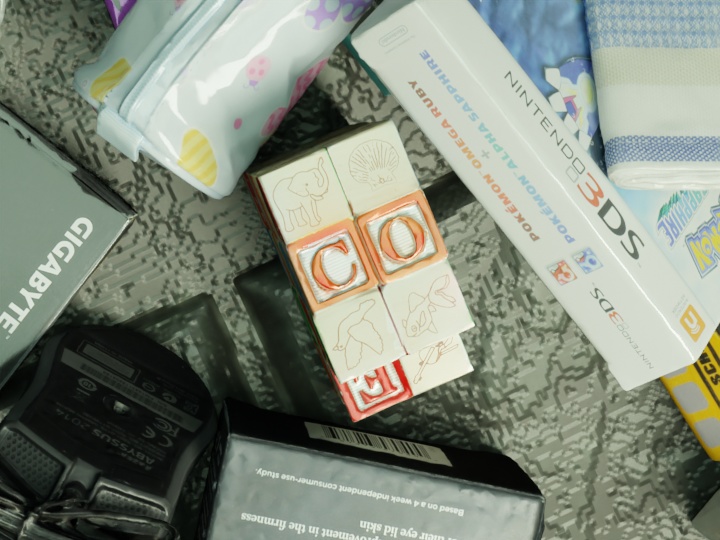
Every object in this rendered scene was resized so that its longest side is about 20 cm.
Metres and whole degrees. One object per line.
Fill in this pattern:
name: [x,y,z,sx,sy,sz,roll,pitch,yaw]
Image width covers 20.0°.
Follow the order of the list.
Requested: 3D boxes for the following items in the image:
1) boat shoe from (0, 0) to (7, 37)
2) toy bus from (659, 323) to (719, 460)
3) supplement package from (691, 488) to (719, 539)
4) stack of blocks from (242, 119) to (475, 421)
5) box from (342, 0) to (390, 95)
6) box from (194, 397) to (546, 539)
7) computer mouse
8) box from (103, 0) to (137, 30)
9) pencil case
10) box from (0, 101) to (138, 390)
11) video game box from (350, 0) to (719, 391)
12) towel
boat shoe: [-0.185,-0.128,0.888,0.068,0.072,0.201,10,57,-22]
toy bus: [0.149,-0.017,0.939,0.065,0.078,0.200,-39,99,-45]
supplement package: [0.277,0.147,0.946,0.200,0.120,0.121,41,89,-7]
stack of blocks: [0.000,0.000,0.872,0.058,0.200,0.116,-23,95,-3]
box: [0.066,-0.173,0.940,0.200,0.049,0.082,-38,95,-1]
box: [-0.012,0.175,0.932,0.147,0.104,0.201,13,94,-6]
computer mouse: [-0.124,0.083,0.880,0.138,0.200,0.053,30,111,1]
box: [-0.070,-0.207,0.875,0.142,0.036,0.201,-20,101,-1]
pencil case: [-0.029,-0.125,0.831,0.083,0.091,0.200,39,97,-5]
box: [-0.238,-0.010,0.929,0.198,0.050,0.200,39,90,-5]
video game box: [0.108,-0.082,0.846,0.182,0.047,0.200,52,47,-15]
towel: [0.158,-0.122,0.820,0.146,0.024,0.201,-1,68,-7]
